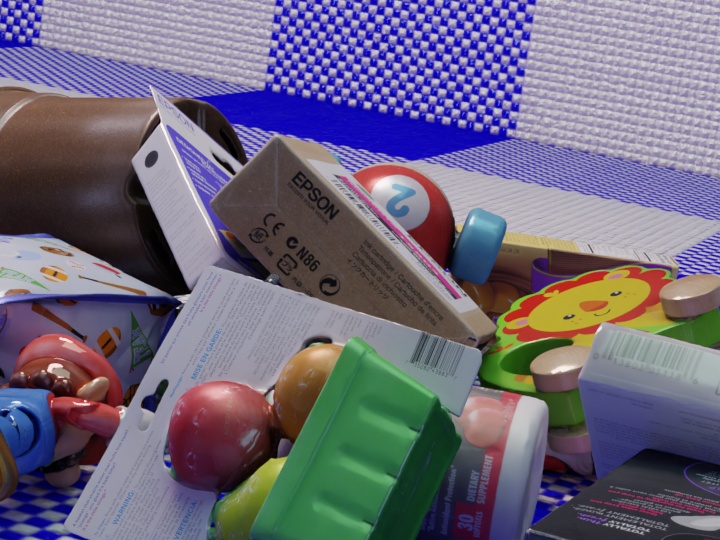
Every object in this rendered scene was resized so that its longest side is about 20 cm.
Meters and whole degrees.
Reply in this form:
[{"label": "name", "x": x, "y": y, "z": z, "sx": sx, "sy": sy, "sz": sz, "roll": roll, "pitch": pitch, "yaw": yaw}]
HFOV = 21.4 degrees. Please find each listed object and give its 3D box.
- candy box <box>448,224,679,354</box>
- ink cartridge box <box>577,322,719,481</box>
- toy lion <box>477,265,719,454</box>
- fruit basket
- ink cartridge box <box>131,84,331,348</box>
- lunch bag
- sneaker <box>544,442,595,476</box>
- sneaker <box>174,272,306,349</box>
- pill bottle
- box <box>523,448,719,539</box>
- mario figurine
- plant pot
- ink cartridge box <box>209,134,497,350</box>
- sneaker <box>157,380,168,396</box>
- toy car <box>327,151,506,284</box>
[{"label": "candy box", "x": 0.173, "y": 0.034, "z": 1.681, "sx": 0.198, "sy": 0.118, "sz": 0.056, "roll": 9, "pitch": 11, "yaw": 0}, {"label": "ink cartridge box", "x": 0.221, "y": 0.122, "z": 1.135, "sx": 0.161, "sy": 0.050, "sz": 0.201, "roll": 13, "pitch": -32, "yaw": 24}, {"label": "toy lion", "x": 0.164, "y": 0.051, "z": 1.396, "sx": 0.199, "sy": 0.069, "sz": 0.191, "roll": -26, "pitch": 20, "yaw": -29}, {"label": "fruit basket", "x": -0.049, "y": 0.102, "z": 1.092, "sx": 0.199, "sy": 0.186, "sz": 0.094, "roll": 14, "pitch": -24, "yaw": 33}, {"label": "ink cartridge box", "x": -0.087, "y": -0.018, "z": 1.419, "sx": 0.198, "sy": 0.043, "sz": 0.201, "roll": 41, "pitch": 17, "yaw": -45}, {"label": "lunch bag", "x": -0.256, "y": 0.042, "z": 1.320, "sx": 0.169, "sy": 0.125, "sz": 0.199, "roll": 20, "pitch": 9, "yaw": 41}, {"label": "sneaker", "x": 0.123, "y": 0.097, "z": 1.447, "sx": 0.084, "sy": 0.078, "sz": 0.200, "roll": 1, "pitch": 12, "yaw": -7}, {"label": "sneaker", "x": -0.044, "y": 0.069, "z": 1.266, "sx": 0.198, "sy": 0.141, "sz": 0.078, "roll": 10, "pitch": 26, "yaw": 22}, {"label": "pill bottle", "x": 0.010, "y": 0.116, "z": 1.173, "sx": 0.198, "sy": 0.112, "sz": 0.111, "roll": 10, "pitch": 11, "yaw": 11}, {"label": "box", "x": 0.168, "y": 0.175, "z": 1.002, "sx": 0.121, "sy": 0.107, "sz": 0.200, "roll": 12, "pitch": 11, "yaw": 24}, {"label": "mario figurine", "x": -0.201, "y": 0.112, "z": 1.159, "sx": 0.123, "sy": 0.107, "sz": 0.200, "roll": 34, "pitch": 18, "yaw": 12}, {"label": "plant pot", "x": -0.204, "y": -0.053, "z": 1.513, "sx": 0.197, "sy": 0.202, "sz": 0.200, "roll": -1, "pitch": 4, "yaw": 34}, {"label": "ink cartridge box", "x": 0.000, "y": 0.000, "z": 1.339, "sx": 0.200, "sy": 0.075, "sz": 0.165, "roll": 45, "pitch": 8, "yaw": 5}, {"label": "sneaker", "x": -0.110, "y": 0.054, "z": 1.455, "sx": 0.076, "sy": 0.085, "sz": 0.200, "roll": 9, "pitch": 11, "yaw": 8}, {"label": "toy car", "x": 0.005, "y": 0.020, "z": 1.545, "sx": 0.183, "sy": 0.178, "sz": 0.200, "roll": 20, "pitch": 24, "yaw": 1}]
